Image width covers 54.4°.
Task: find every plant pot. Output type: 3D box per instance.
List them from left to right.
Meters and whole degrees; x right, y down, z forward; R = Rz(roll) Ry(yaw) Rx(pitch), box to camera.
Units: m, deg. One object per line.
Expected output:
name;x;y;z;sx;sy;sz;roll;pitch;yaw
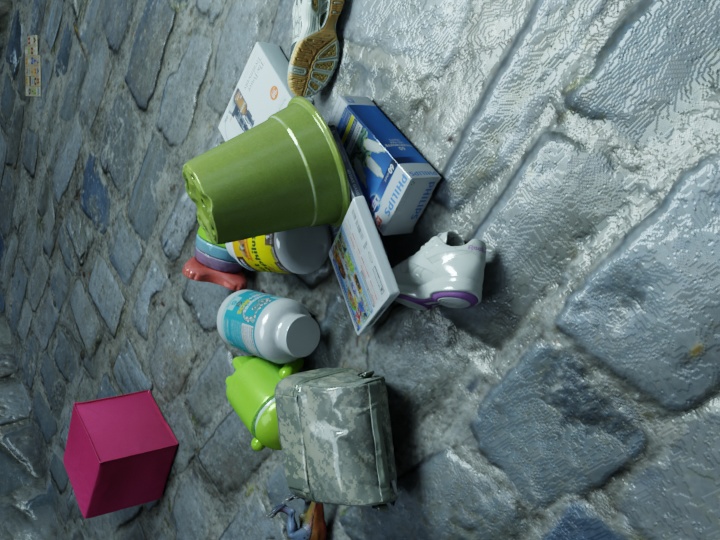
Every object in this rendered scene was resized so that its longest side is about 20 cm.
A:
plant pot;-0.144;-0.124;1.007;0.200;0.190;0.200;52;157;34

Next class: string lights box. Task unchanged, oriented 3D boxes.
string lights box;0.022;-0.154;1.012;0.200;0.059;0.103;54;134;33

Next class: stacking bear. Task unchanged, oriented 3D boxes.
stacking bear;-0.246;-0.080;1.312;0.114;0.121;0.200;-124;52;-67

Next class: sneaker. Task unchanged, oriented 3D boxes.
sneaker;-0.075;-0.377;1.114;0.088;0.076;0.200;48;126;56
sneaker;0.098;0.001;0.946;0.200;0.075;0.100;-3;67;54

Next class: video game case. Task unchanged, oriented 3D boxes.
video game case;-0.027;-0.100;1.037;0.200;0.019;0.143;69;160;-2
video game case;0.000;0.000;0.998;0.200;0.018;0.143;122;131;-66

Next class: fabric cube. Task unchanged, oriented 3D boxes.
fabric cube;-0.589;0.440;1.706;0.200;0.196;0.199;47;128;38

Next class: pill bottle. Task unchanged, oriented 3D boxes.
pill bottle;-0.156;0.098;1.215;0.200;0.111;0.111;9;100;49
pill bottle;-0.148;-0.051;1.190;0.200;0.109;0.109;3;96;51

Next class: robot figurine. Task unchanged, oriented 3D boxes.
robot figurine;-0.156;0.229;1.224;0.200;0.116;0.176;40;115;41

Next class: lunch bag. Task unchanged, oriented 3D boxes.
lunch bag;-0.023;0.248;1.045;0.168;0.139;0.200;-7;89;51

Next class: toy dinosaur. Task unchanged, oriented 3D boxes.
toy dinosaur;-0.089;0.474;1.196;0.200;0.105;0.182;-30;91;35

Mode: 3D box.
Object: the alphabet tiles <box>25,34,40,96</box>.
alphabet tiles;-1.109;-0.691;2.372;0.167;0.008;0.200;18;108;49

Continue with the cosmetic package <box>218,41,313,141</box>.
cosmetic package;-0.174;-0.276;1.248;0.151;0.052;0.200;58;133;25
